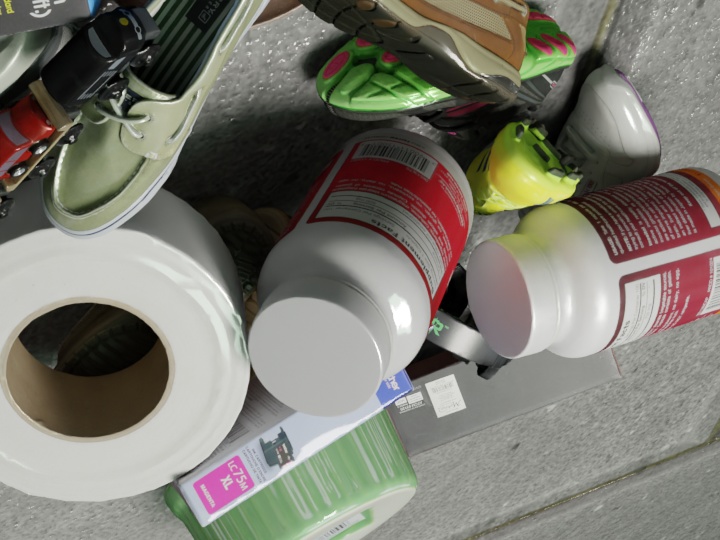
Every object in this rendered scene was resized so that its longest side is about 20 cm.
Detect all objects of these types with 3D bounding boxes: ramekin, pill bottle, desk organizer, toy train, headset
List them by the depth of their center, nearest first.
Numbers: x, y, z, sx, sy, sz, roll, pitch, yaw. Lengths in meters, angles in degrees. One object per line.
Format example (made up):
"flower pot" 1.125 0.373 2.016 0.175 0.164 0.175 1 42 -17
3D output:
"toy train" -0.175 -0.066 0.755 0.200 0.034 0.046 -39 172 30
"pill bottle" 0.000 0.000 0.935 0.113 0.111 0.201 -62 180 36
"pill bottle" 0.181 -0.003 1.070 0.198 0.113 0.114 -14 142 -27
"headset" 0.084 0.019 1.146 0.095 0.123 0.200 -59 158 11
"ramekin" -0.050 0.178 1.187 0.198 0.098 0.200 -28 163 -9
"desk organizer" 0.118 0.081 1.278 0.198 0.077 0.072 -21 114 7

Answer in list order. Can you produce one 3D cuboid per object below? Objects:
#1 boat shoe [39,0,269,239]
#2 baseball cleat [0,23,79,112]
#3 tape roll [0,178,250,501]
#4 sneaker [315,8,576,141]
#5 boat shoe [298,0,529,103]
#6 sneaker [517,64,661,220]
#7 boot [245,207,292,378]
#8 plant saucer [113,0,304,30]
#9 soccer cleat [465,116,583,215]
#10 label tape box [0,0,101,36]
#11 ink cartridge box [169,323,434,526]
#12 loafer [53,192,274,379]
"boat shoe" -0.115 -0.101 0.777 0.201 0.072 0.062 -55 180 16
"baseball cleat" -0.233 -0.073 0.780 0.199 0.070 0.106 -31 166 13
"tape roll" -0.169 0.044 0.905 0.200 0.071 0.205 -5 122 -7
"sneaker" 0.060 -0.119 0.977 0.198 0.077 0.084 -11 136 -31
"boat shoe" 0.028 -0.165 0.846 0.199 0.075 0.075 27 82 -45
"sneaker" 0.175 -0.071 1.140 0.099 0.075 0.201 -25 146 -17
"boot" -0.051 0.023 1.086 0.165 0.072 0.201 -17 143 -46
"plant saucer" -0.061 -0.216 0.784 0.198 0.035 0.201 -24 146 -18
"soccer cleat" 0.107 -0.062 1.030 0.084 0.065 0.200 -41 -179 10
"label tape box" -0.169 -0.181 0.664 0.197 0.064 0.145 -12 143 -8
"ink cartridge box" -0.044 0.092 1.000 0.199 0.119 0.042 -34 106 -12
"loafer" -0.132 0.026 0.982 0.200 0.068 0.076 -40 116 17
